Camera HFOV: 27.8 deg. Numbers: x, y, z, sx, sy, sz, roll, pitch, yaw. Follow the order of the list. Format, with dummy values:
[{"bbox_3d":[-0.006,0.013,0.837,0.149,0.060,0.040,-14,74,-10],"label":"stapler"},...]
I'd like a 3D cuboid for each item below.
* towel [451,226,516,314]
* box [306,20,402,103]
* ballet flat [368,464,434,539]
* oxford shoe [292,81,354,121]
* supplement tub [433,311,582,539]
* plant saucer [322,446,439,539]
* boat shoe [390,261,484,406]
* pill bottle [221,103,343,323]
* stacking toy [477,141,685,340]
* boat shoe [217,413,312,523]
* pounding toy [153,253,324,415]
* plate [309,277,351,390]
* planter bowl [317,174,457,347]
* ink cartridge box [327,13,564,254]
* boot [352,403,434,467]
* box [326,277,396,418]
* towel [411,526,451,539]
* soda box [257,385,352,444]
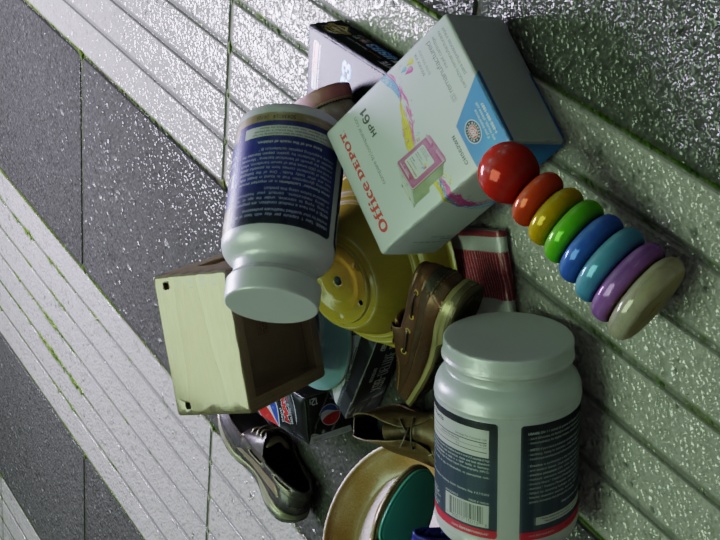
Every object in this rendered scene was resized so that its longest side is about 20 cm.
[{"bbox_3d":[0.116,0.055,1.501,0.144,0.023,0.201,6,107,58],"label":"towel"},{"bbox_3d":[0.005,-0.147,1.586,0.198,0.050,0.201,40,134,45],"label":"box"},{"bbox_3d":[0.027,0.304,1.568,0.065,0.070,0.201,-11,56,60],"label":"ballet flat"},{"bbox_3d":[-0.061,-0.136,1.588,0.200,0.070,0.075,-32,78,62],"label":"oxford shoe"},{"bbox_3d":[0.139,0.154,1.380,0.140,0.140,0.201,28,125,53],"label":"supplement tub"},{"bbox_3d":[0.036,0.295,1.644,0.200,0.035,0.201,-28,49,37],"label":"plant saucer"},{"bbox_3d":[0.067,0.062,1.468,0.067,0.072,0.200,38,144,16],"label":"boat shoe"},{"bbox_3d":[-0.078,-0.056,1.455,0.116,0.115,0.201,141,139,-58],"label":"pill bottle"},{"bbox_3d":[0.177,-0.034,1.242,0.200,0.085,0.086,43,139,18],"label":"stacking toy"},{"bbox_3d":[-0.119,0.239,1.942,0.200,0.074,0.073,52,133,22],"label":"boat shoe"},{"bbox_3d":[-0.136,0.075,1.647,0.142,0.200,0.185,-4,99,31],"label":"pounding toy"},{"bbox_3d":[-0.072,0.047,1.716,0.200,0.025,0.201,33,130,50],"label":"plate"},{"bbox_3d":[0.000,0.000,1.524,0.200,0.083,0.201,19,119,37],"label":"planter bowl"},{"bbox_3d":[0.076,-0.125,1.387,0.200,0.084,0.145,-42,65,41],"label":"ink cartridge box"},{"bbox_3d":[0.066,0.183,1.575,0.200,0.075,0.074,3,89,52],"label":"boot"},{"bbox_3d":[-0.026,0.047,1.712,0.200,0.050,0.158,57,145,30],"label":"box"},{"bbox_3d":[0.125,0.367,1.532,0.147,0.050,0.201,8,110,21],"label":"towel"},{"bbox_3d":[-0.090,0.154,1.845,0.200,0.071,0.064,22,121,55],"label":"soda box"}]
